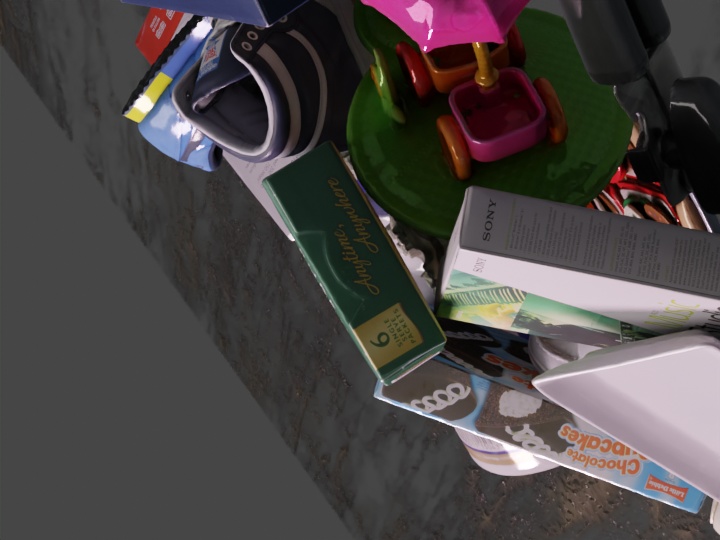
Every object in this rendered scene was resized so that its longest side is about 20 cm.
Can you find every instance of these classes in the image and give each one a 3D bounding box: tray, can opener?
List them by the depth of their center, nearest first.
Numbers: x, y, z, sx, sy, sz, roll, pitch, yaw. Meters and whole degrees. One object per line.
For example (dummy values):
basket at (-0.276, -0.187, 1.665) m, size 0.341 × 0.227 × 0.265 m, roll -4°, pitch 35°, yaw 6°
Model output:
can opener at (0.135, -0.115, 1.292) m, size 0.066 × 0.053 × 0.200 m, roll -5°, pitch 128°, yaw 37°
tray at (0.184, 0.073, 1.372) m, size 0.107 × 0.022 × 0.200 m, roll -13°, pitch 150°, yaw 35°

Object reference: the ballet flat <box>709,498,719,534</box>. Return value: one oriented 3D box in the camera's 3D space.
ballet flat at (0.235, 0.144, 1.554) m, size 0.067 × 0.067 × 0.200 m, roll 47°, pitch 166°, yaw 40°

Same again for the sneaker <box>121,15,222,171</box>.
sneaker at (-0.060, -0.136, 1.596) m, size 0.078 × 0.200 × 0.066 m, roll 37°, pitch -145°, yaw -9°

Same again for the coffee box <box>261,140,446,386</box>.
coffee box at (0.000, 0.000, 1.441) m, size 0.123 × 0.044 × 0.200 m, roll 60°, pitch 180°, yaw 4°

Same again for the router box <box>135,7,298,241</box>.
router box at (-0.037, -0.152, 1.638) m, size 0.180 × 0.049 × 0.200 m, roll 51°, pitch 133°, yaw 23°

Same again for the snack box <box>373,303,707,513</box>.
snack box at (0.111, 0.077, 1.594) m, size 0.199 × 0.037 × 0.116 m, roll 20°, pitch -165°, yaw 2°

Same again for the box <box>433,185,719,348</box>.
box at (0.139, 0.011, 1.323) m, size 0.199 × 0.037 × 0.144 m, roll 12°, pitch 166°, yaw 0°

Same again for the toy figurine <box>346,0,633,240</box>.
toy figurine at (0.045, -0.145, 1.343) m, size 0.184 × 0.149 × 0.201 m, roll 75°, pitch 172°, yaw -55°

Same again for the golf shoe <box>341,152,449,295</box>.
golf shoe at (0.029, -0.083, 1.546) m, size 0.200 × 0.097 × 0.078 m, roll 52°, pitch 178°, yaw -7°

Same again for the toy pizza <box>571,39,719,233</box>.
toy pizza at (0.135, -0.051, 1.498) m, size 0.200 × 0.032 × 0.200 m, roll 53°, pitch 169°, yaw 15°

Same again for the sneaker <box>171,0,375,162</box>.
sneaker at (-0.066, -0.148, 1.451) m, size 0.070 × 0.108 × 0.201 m, roll -37°, pitch 78°, yaw 44°

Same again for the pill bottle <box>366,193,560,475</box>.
pill bottle at (0.082, 0.018, 1.710) m, size 0.201 × 0.119 × 0.120 m, roll 61°, pitch 168°, yaw -26°

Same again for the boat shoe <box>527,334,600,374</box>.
boat shoe at (0.158, 0.043, 1.490) m, size 0.200 × 0.072 × 0.069 m, roll 25°, pitch 158°, yaw 52°

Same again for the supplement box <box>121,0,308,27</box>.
supplement box at (-0.039, -0.244, 1.154) m, size 0.134 × 0.200 × 0.200 m, roll 16°, pitch 137°, yaw 56°
